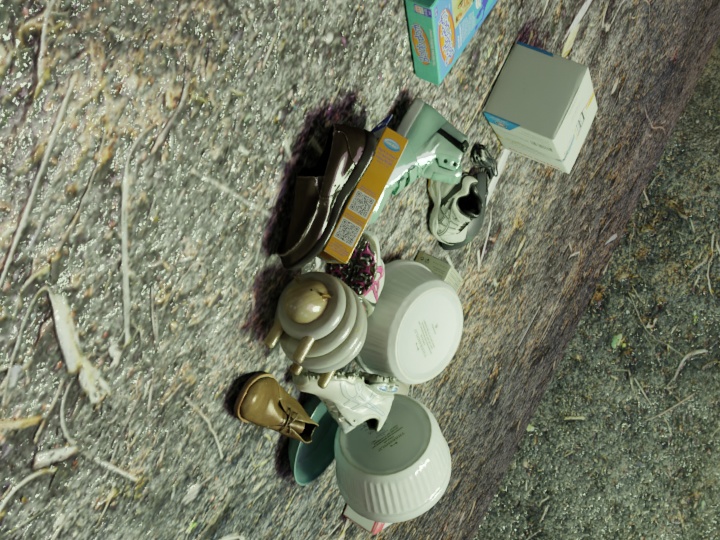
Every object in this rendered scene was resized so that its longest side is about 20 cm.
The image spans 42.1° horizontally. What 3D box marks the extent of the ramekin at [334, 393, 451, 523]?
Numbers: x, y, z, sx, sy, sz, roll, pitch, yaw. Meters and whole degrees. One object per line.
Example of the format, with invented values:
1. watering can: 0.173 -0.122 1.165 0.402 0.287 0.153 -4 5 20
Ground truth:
1. ramekin: 0.047 0.298 1.536 0.201 0.197 0.106 -50 144 -30

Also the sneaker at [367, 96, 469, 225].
1. sneaker: 0.081 -0.135 1.336 0.203 0.117 0.074 -61 -174 -10

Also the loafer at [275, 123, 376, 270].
1. loafer: -0.057 -0.097 1.168 0.071 0.073 0.203 27 96 -24

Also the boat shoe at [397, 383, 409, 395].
1. boat shoe: 0.082 0.176 1.768 0.067 0.056 0.202 47 61 -28

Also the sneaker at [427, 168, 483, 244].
1. sneaker: 0.168 -0.099 1.605 0.076 0.087 0.201 -48 149 -19

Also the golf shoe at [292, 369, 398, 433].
1. golf shoe: -0.024 0.200 1.427 0.197 0.078 0.099 15 86 -38

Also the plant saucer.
1. plant saucer: -0.063 0.251 1.529 0.200 0.035 0.202 -49 153 -35

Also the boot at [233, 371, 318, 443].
1. boot: -0.113 0.197 1.315 0.075 0.075 0.200 -60 156 -7

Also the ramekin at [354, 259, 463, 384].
1. ramekin: 0.083 0.091 1.526 0.200 0.093 0.207 -17 116 -39

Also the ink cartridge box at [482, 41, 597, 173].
1. ink cartridge box: 0.335 -0.295 1.716 0.147 0.145 0.200 -64 158 -2

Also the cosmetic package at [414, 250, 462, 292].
1. cosmetic package: 0.103 0.080 1.677 0.203 0.072 0.103 -62 157 -6

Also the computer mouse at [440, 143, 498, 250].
1. computer mouse: 0.211 -0.124 1.737 0.203 0.052 0.138 -65 158 -1

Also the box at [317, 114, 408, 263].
1. box: 0.000 -0.106 1.229 0.203 0.041 0.119 -61 -168 -6

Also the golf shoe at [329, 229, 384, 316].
1. golf shoe: 0.000 0.000 1.379 0.093 0.072 0.202 -56 166 -35

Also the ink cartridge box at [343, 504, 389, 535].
1. ink cartridge box: 0.060 0.440 1.931 0.199 0.084 0.148 3 111 -64

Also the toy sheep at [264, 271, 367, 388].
1. toy sheep: -0.053 0.076 1.258 0.139 0.136 0.201 -58 153 -16

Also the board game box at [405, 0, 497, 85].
1. board game box: 0.136 -0.387 1.314 0.202 0.044 0.153 -56 156 -22
